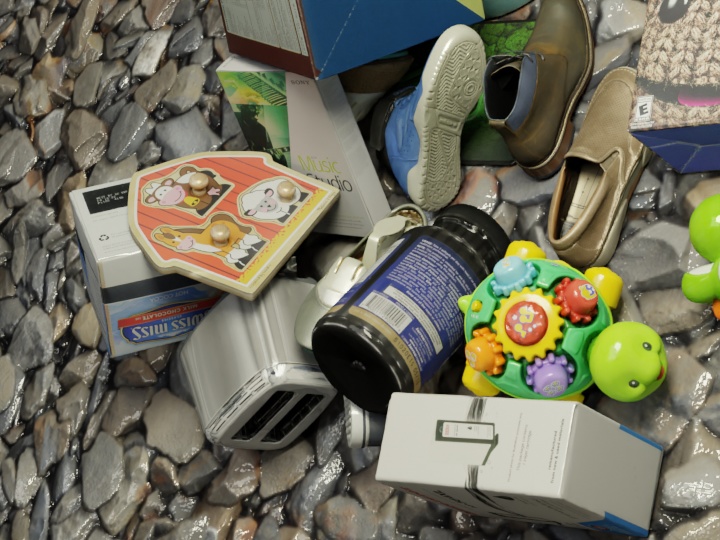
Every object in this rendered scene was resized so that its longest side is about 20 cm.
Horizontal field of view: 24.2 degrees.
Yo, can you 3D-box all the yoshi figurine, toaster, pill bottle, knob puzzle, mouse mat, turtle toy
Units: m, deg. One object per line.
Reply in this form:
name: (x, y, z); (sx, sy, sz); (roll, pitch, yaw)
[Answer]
yoshi figurine: (0.348, -0.034, 1.385); (0.199, 0.112, 0.113); (-20, 41, 36)
toaster: (-0.095, 0.092, 1.689); (0.200, 0.113, 0.130); (-46, 49, 39)
pill bottle: (0.054, 0.030, 1.556); (0.111, 0.113, 0.200); (10, 44, 44)
knob puzzle: (-0.147, -0.067, 1.683); (0.217, 0.031, 0.221); (0, 44, 0)
mouse mat: (0.107, -0.185, 1.736); (0.199, 0.008, 0.162); (4, 73, 44)
turtle toy: (0.175, 0.058, 1.472); (0.198, 0.101, 0.147); (19, 88, 19)

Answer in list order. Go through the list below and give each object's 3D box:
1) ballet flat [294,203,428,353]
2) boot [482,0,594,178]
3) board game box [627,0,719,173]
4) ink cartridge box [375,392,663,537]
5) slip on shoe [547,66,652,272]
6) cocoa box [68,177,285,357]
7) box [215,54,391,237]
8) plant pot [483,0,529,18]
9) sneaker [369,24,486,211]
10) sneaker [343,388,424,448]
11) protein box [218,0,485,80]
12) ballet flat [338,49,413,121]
ballet flat: (0.000, 0.000, 1.630); (0.067, 0.064, 0.200); (26, 47, 23)
boot: (0.171, -0.200, 1.619); (0.074, 0.097, 0.202); (-4, 67, 33)
board game box: (0.338, -0.201, 1.473); (0.158, 0.097, 0.202); (-4, 68, 40)
ink cartridge box: (0.135, 0.165, 1.441); (0.199, 0.145, 0.085); (-1, 70, 42)
slip on shoe: (0.218, -0.101, 1.556); (0.076, 0.060, 0.202); (10, 77, 44)
cocoa box: (-0.188, -0.017, 1.755); (0.198, 0.132, 0.134); (-13, 40, -15)
box: (-0.057, -0.128, 1.730); (0.143, 0.201, 0.036); (7, 39, 43)
plant pot: (0.116, -0.382, 1.731); (0.199, 0.134, 0.202); (-20, 57, 33)
sneaker: (0.060, -0.169, 1.667); (0.111, 0.076, 0.201); (47, 143, 40)
sneaker: (0.019, 0.094, 1.634); (0.078, 0.079, 0.201); (-2, 43, -5)
protein box: (-0.020, -0.293, 1.653); (0.197, 0.136, 0.200); (-22, 24, -23)
ballet flat: (-0.031, -0.189, 1.733); (0.198, 0.068, 0.073); (2, 101, 30)
